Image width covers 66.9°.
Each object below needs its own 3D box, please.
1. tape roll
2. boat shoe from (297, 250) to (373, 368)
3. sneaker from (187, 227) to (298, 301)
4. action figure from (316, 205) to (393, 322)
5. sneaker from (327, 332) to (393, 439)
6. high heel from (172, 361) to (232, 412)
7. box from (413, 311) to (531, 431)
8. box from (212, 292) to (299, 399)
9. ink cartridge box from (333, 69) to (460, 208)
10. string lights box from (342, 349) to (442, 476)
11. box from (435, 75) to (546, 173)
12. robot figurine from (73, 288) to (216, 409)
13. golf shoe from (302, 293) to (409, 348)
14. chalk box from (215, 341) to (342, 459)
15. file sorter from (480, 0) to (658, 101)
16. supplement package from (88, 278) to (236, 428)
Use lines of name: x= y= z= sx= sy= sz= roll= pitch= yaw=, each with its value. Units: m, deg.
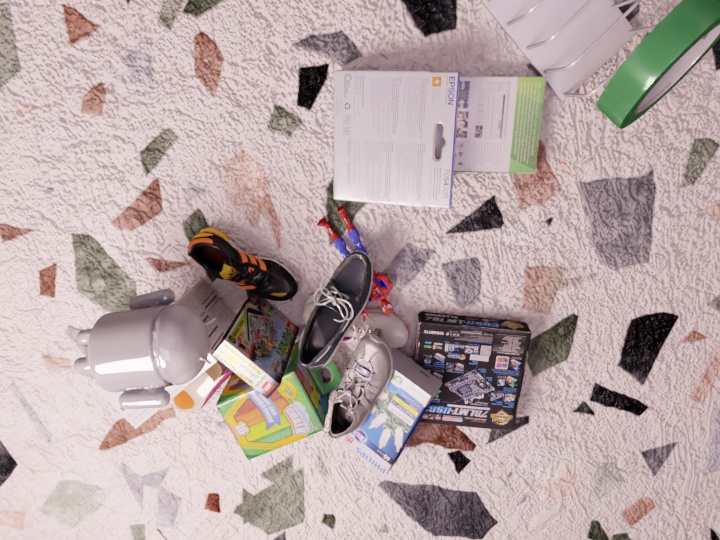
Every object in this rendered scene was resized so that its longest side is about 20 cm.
tape roll: x=0.416 y=-0.288 z=0.742 sx=0.200 sy=0.200 sz=0.048 roll=-46 pitch=74 yaw=14
boat shoe: x=-0.042 y=0.061 z=0.859 sx=0.074 sy=0.062 sz=0.202 roll=32 pitch=93 yaw=14
sneaker: x=-0.201 y=0.003 z=0.919 sx=0.198 sy=0.090 sz=0.071 roll=30 pitch=107 yaw=-6
action figure: x=0.000 y=0.000 z=0.909 sx=0.065 sy=0.099 sz=0.202 roll=-29 pitch=107 yaw=13
sneaker: x=-0.002 y=0.200 z=0.906 sx=0.074 sy=0.082 sz=0.203 roll=24 pitch=115 yaw=21
high heel: x=-0.280 y=0.192 z=1.015 sx=0.067 sy=0.096 sz=0.200 roll=43 pitch=125 yaw=2
box: x=0.191 y=0.183 z=0.980 sx=0.196 sy=0.050 sz=0.203 roll=4 pitch=110 yaw=3
box: x=-0.164 y=0.114 z=0.896 sx=0.110 sy=0.200 sz=0.035 roll=41 pitch=105 yaw=-11
ink cartridge box: x=0.053 y=-0.203 z=0.844 sx=0.196 sy=0.043 sz=0.201 roll=7 pitch=108 yaw=16
string lights box: x=0.054 y=0.255 z=0.973 sx=0.102 sy=0.059 sz=0.203 roll=32 pitch=117 yaw=18
box: x=0.183 y=-0.229 z=0.858 sx=0.195 sy=0.036 sz=0.147 roll=3 pitch=108 yaw=3
robot figurine: x=-0.304 y=0.110 z=0.783 sx=0.196 sy=0.113 sz=0.173 roll=-7 pitch=71 yaw=7
golf shoe: x=-0.009 y=0.103 z=0.943 sx=0.196 sy=0.092 sz=0.077 roll=14 pitch=107 yaw=-3
chalk box: x=-0.130 y=0.219 z=0.967 sx=0.197 sy=0.124 sz=0.126 roll=-25 pitch=106 yaw=10
file sorter: x=0.293 y=-0.363 z=0.763 sx=0.139 sy=0.125 sz=0.200 roll=-42 pitch=101 yaw=14
supplement package: x=-0.326 y=0.137 z=0.933 sx=0.199 sy=0.156 sz=0.111 roll=-39 pitch=102 yaw=14
